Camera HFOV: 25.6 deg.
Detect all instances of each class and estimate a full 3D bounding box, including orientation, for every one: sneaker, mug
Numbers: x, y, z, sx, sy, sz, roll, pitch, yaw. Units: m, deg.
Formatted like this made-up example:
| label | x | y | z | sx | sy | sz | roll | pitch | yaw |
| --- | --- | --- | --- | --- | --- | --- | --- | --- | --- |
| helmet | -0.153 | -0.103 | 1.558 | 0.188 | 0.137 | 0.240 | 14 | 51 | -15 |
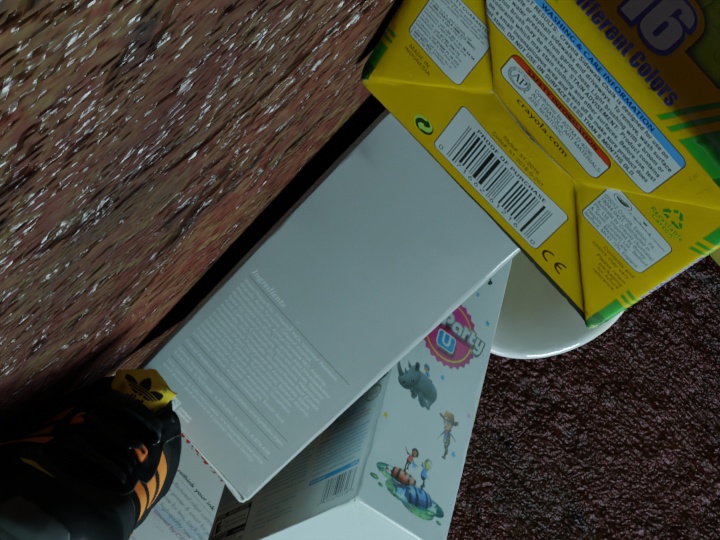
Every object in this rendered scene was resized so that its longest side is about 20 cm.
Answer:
| label | x | y | z | sx | sy | sz | roll | pitch | yaw |
| --- | --- | --- | --- | --- | --- | --- | --- | --- | --- |
| sneaker | -0.108 | 0.073 | 0.616 | 0.090 | 0.070 | 0.200 | -57 | 180 | -10 |
| mug | 0.152 | -0.039 | 1.292 | 0.185 | 0.150 | 0.154 | -16 | -137 | 4 |

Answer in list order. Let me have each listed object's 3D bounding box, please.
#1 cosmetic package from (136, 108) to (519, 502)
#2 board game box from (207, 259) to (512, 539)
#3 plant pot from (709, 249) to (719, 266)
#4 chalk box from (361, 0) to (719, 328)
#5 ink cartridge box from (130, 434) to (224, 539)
| label | x | y | z | sx | sy | sz | roll | pitch | yaw |
| --- | --- | --- | --- | --- | --- | --- | --- | --- | --- |
| cosmetic package | 0.000 | 0.000 | 0.712 | 0.200 | 0.090 | 0.107 | -41 | -179 | 31 |
| board game box | 0.000 | 0.065 | 0.852 | 0.147 | 0.064 | 0.202 | -29 | -143 | 47 |
| plant pot | 0.215 | -0.130 | 0.871 | 0.195 | 0.195 | 0.200 | -43 | 172 | 9 |
| chalk box | 0.121 | -0.101 | 0.527 | 0.200 | 0.125 | 0.124 | -43 | 178 | -23 |
| ink cartridge box | -0.133 | 0.169 | 1.044 | 0.200 | 0.116 | 0.067 | -39 | 175 | -45 |
